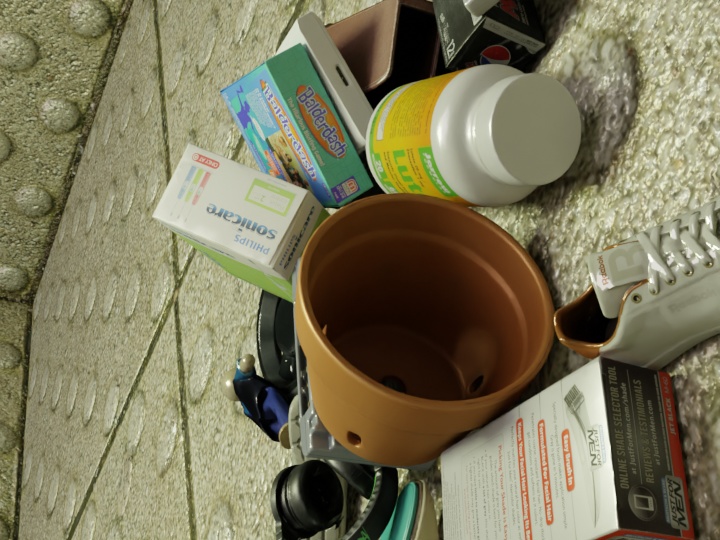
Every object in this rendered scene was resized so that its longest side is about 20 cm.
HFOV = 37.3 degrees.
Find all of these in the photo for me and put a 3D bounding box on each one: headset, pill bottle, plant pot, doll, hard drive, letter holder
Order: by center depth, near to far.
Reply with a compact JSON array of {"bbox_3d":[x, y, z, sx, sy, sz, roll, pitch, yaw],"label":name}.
[{"bbox_3d":[0.038,0.059,0.844,0.141,0.197,0.202,107,161,-49],"label":"plant pot"},{"bbox_3d":[0.091,-0.109,0.880,0.199,0.110,0.113,6,84,66],"label":"pill bottle"},{"bbox_3d":[-0.015,0.197,0.968,0.123,0.094,0.201,-37,28,16],"label":"headset"},{"bbox_3d":[0.028,-0.178,1.073,0.199,0.099,0.144,5,85,66],"label":"letter holder"},{"bbox_3d":[-0.045,-0.168,1.086,0.133,0.026,0.200,60,164,-2],"label":"hard drive"},{"bbox_3d":[-0.106,0.154,1.210,0.199,0.048,0.138,29,146,57],"label":"doll"}]

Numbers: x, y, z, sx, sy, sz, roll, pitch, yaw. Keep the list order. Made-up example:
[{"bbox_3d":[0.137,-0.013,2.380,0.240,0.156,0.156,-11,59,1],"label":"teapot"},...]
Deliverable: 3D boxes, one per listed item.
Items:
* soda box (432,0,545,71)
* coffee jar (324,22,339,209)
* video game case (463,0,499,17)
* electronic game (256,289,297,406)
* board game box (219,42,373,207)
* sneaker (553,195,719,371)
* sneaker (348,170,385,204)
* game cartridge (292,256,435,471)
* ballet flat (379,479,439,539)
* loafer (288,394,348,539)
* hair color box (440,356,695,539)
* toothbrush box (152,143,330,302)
[{"bbox_3d":[0.107,-0.259,0.965,0.063,0.070,0.202,-48,37,41],"label":"soda box"},{"bbox_3d":[-0.036,-0.180,1.232,0.104,0.084,0.203,44,118,63],"label":"coffee jar"},{"bbox_3d":[0.150,-0.329,0.880,0.199,0.023,0.184,-35,44,27],"label":"video game case"},{"bbox_3d":[-0.072,0.063,1.247,0.199,0.041,0.203,-17,71,59],"label":"electronic game"},{"bbox_3d":[-0.070,-0.137,1.088,0.154,0.045,0.200,63,163,-11],"label":"board game box"},{"bbox_3d":[0.191,0.001,0.640,0.200,0.084,0.074,-51,33,43],"label":"sneaker"},{"bbox_3d":[-0.001,0.000,1.088,0.108,0.066,0.204,129,153,-63],"label":"sneaker"},{"bbox_3d":[0.008,0.081,0.947,0.041,0.131,0.202,118,154,-47],"label":"game cartridge"},{"bbox_3d":[0.032,0.277,0.878,0.069,0.069,0.202,-11,52,64],"label":"ballet flat"},{"bbox_3d":[-0.040,0.223,1.087,0.070,0.069,0.203,16,-103,-73],"label":"loafer"},{"bbox_3d":[0.131,0.151,0.727,0.200,0.063,0.112,134,142,-53],"label":"hair color box"},{"bbox_3d":[-0.097,-0.035,1.095,0.144,0.200,0.087,22,82,22],"label":"toothbrush box"}]
